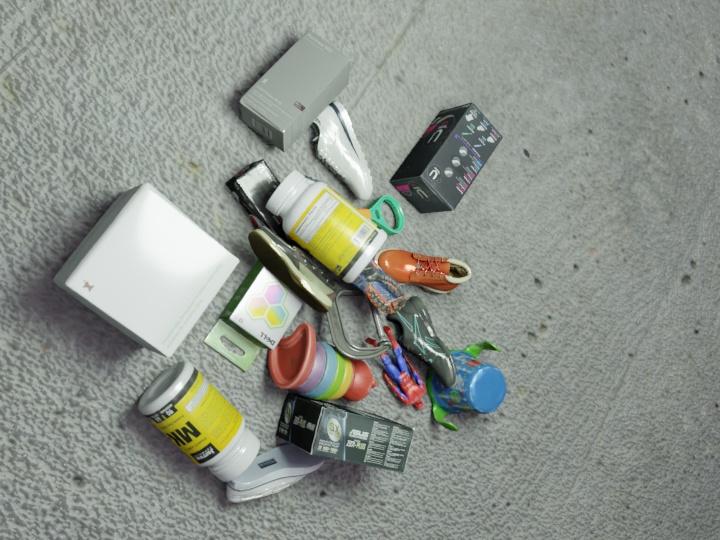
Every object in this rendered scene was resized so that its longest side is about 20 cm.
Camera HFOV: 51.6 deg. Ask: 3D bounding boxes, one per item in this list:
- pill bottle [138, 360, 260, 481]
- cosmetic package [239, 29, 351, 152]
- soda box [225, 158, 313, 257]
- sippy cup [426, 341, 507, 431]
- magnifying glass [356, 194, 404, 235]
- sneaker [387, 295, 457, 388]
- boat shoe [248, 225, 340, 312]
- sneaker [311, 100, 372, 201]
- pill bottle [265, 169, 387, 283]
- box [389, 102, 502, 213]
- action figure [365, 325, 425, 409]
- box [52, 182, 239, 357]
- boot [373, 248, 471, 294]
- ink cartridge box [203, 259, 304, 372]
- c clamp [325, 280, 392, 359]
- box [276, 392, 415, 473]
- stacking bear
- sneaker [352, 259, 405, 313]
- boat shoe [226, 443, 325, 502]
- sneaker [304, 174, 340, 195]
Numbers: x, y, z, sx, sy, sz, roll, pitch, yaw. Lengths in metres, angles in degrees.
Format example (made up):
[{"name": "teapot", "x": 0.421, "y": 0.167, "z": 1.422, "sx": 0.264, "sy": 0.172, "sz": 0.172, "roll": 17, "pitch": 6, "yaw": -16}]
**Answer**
[{"name": "pill bottle", "x": -0.271, "y": 0.261, "z": 1.278, "sx": 0.114, "sy": 0.114, "sz": 0.200, "roll": -47, "pitch": 110, "yaw": -20}, {"name": "cosmetic package", "x": -0.116, "y": -0.327, "z": 1.357, "sx": 0.107, "sy": 0.090, "sz": 0.200, "roll": 35, "pitch": 74, "yaw": 7}, {"name": "soda box", "x": -0.156, "y": -0.101, "z": 1.367, "sx": 0.071, "sy": 0.063, "sz": 0.200, "roll": -41, "pitch": 108, "yaw": -21}, {"name": "sippy cup", "x": 0.226, "y": 0.237, "z": 1.536, "sx": 0.139, "sy": 0.130, "sz": 0.179, "roll": 1, "pitch": 91, "yaw": -28}, {"name": "magnifying glass", "x": 0.026, "y": -0.107, "z": 1.438, "sx": 0.200, "sy": 0.022, "sz": 0.080, "roll": -7, "pitch": 80, "yaw": -54}, {"name": "sneaker", "x": 0.125, "y": 0.153, "z": 1.498, "sx": 0.079, "sy": 0.075, "sz": 0.201, "roll": -24, "pitch": 72, "yaw": -14}, {"name": "boat shoe", "x": -0.114, "y": -0.011, "z": 1.323, "sx": 0.201, "sy": 0.072, "sz": 0.066, "roll": 47, "pitch": 59, "yaw": -19}, {"name": "sneaker", "x": -0.042, "y": -0.220, "z": 1.429, "sx": 0.080, "sy": 0.076, "sz": 0.201, "roll": -27, "pitch": 95, "yaw": -18}, {"name": "pill bottle", "x": -0.062, "y": -0.080, "z": 1.298, "sx": 0.200, "sy": 0.112, "sz": 0.113, "roll": 39, "pitch": 72, "yaw": -2}, {"name": "box", "x": 0.174, "y": -0.225, "z": 1.509, "sx": 0.106, "sy": 0.122, "sz": 0.200, "roll": 42, "pitch": 71, "yaw": -22}, {"name": "action figure", "x": 0.080, "y": 0.204, "z": 1.504, "sx": 0.065, "sy": 0.052, "sz": 0.201, "roll": -36, "pitch": 111, "yaw": -17}, {"name": "box", "x": -0.347, "y": -0.001, "z": 1.203, "sx": 0.200, "sy": 0.171, "sz": 0.199, "roll": 41, "pitch": 72, "yaw": -22}, {"name": "boot", "x": 0.124, "y": -0.007, "z": 1.490, "sx": 0.199, "sy": 0.107, "sz": 0.075, "roll": 13, "pitch": 74, "yaw": -27}, {"name": "ink cartridge box", "x": -0.182, "y": 0.076, "z": 1.355, "sx": 0.104, "sy": 0.059, "sz": 0.200, "roll": 39, "pitch": 73, "yaw": -23}, {"name": "c clamp", "x": 0.010, "y": 0.084, "z": 1.423, "sx": 0.170, "sy": 0.027, "sz": 0.201, "roll": 10, "pitch": 51, "yaw": -25}, {"name": "box", "x": -0.030, "y": 0.299, "z": 1.380, "sx": 0.199, "sy": 0.164, "sz": 0.087, "roll": 19, "pitch": 82, "yaw": -26}, {"name": "stacking bear", "x": -0.059, "y": 0.191, "z": 1.398, "sx": 0.200, "sy": 0.121, "sz": 0.114, "roll": 25, "pitch": 48, "yaw": -38}, {"name": "sneaker", "x": 0.000, "y": 0.000, "z": 1.405, "sx": 0.075, "sy": 0.078, "sz": 0.200, "roll": -40, "pitch": 104, "yaw": -2}, {"name": "boat shoe", "x": -0.158, "y": 0.374, "z": 1.374, "sx": 0.199, "sy": 0.074, "sz": 0.066, "roll": -4, "pitch": 123, "yaw": -33}, {"name": "sneaker", "x": -0.051, "y": -0.097, "z": 1.421, "sx": 0.072, "sy": 0.072, "sz": 0.200, "roll": -45, "pitch": 107, "yaw": -12}]
